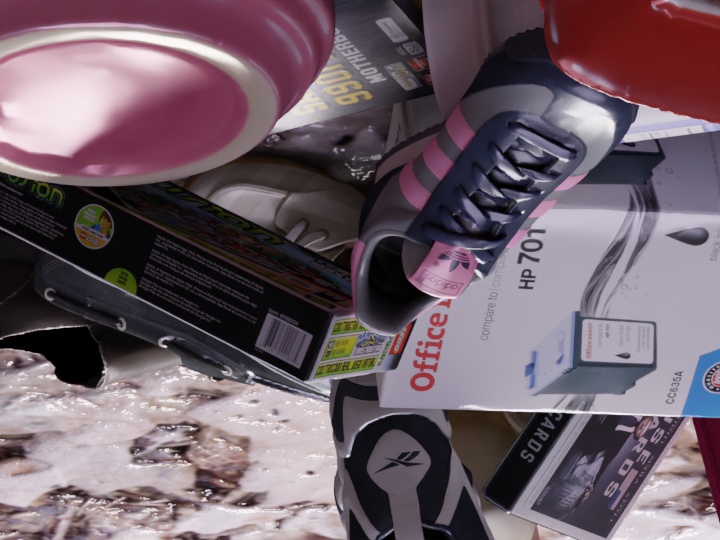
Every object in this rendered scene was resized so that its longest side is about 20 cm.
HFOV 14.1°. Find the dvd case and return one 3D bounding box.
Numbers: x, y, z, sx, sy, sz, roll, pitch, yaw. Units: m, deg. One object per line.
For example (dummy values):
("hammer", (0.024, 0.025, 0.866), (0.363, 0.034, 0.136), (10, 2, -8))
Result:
("dvd case", (0.145, 0.081, 1.637), (0.025, 0.151, 0.200), (34, -178, 23))

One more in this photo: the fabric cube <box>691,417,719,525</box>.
("fabric cube", (0.312, 0.124, 1.649), (0.198, 0.197, 0.200), (-17, 163, 14))

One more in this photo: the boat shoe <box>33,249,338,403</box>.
("boat shoe", (-0.077, 0.025, 1.521), (0.199, 0.069, 0.057), (27, 121, -3))

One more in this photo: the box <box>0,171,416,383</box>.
("box", (-0.081, -0.008, 1.339), (0.199, 0.035, 0.110), (26, -169, 19))

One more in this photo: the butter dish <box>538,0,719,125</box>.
("butter dish", (0.137, -0.148, 1.133), (0.199, 0.201, 0.148), (11, 173, -27))

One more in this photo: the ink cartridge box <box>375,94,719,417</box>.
("ink cartridge box", (0.110, -0.007, 1.405), (0.199, 0.086, 0.147), (1, 135, -8))

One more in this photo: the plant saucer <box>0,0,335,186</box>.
("plant saucer", (-0.109, -0.089, 1.237), (0.199, 0.051, 0.201), (-2, 157, -1))

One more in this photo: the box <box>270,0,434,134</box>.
("box", (-0.059, -0.124, 1.286), (0.158, 0.049, 0.200), (-13, 154, 19))

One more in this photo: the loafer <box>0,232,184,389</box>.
("loafer", (-0.142, 0.036, 1.601), (0.199, 0.072, 0.073), (11, 152, -29))

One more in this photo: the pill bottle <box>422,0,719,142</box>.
("pill bottle", (0.131, -0.114, 1.255), (0.199, 0.113, 0.112), (-6, 156, 12))

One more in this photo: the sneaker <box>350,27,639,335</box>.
("sneaker", (0.055, -0.031, 1.219), (0.070, 0.082, 0.200), (25, 151, -12))

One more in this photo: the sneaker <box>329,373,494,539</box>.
("sneaker", (0.031, 0.149, 1.511), (0.079, 0.130, 0.200), (-7, 146, -3))

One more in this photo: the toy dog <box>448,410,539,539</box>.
("toy dog", (0.067, 0.144, 1.736), (0.139, 0.195, 0.200), (-11, 148, -4))

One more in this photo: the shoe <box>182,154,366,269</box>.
("shoe", (0.000, 0.000, 1.490), (0.199, 0.070, 0.053), (26, -171, -13))
